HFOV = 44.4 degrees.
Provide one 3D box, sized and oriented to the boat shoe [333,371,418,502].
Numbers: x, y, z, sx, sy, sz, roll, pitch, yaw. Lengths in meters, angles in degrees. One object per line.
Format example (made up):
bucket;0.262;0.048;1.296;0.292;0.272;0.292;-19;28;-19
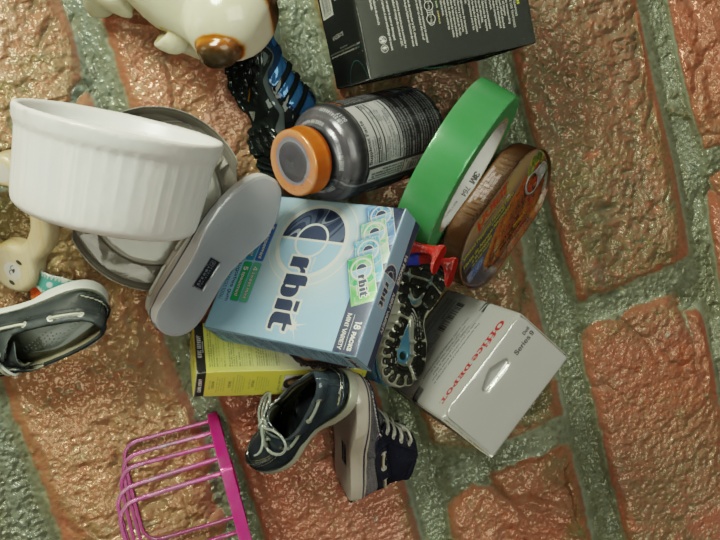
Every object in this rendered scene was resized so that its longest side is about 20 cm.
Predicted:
boat shoe;0.020;0.188;1.052;0.092;0.075;0.201;-15;134;-19

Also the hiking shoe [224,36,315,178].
hiking shoe;-0.098;-0.207;1.014;0.086;0.074;0.201;-18;98;-41

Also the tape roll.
tape roll;0.110;-0.120;1.005;0.048;0.200;0.201;33;86;10

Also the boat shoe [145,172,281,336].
boat shoe;-0.165;-0.026;0.943;0.200;0.065;0.074;-51;131;-4

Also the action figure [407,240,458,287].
action figure;0.000;0.000;1.003;0.065;0.199;0.099;41;69;-55

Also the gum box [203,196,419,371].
gum box;-0.054;0.007;0.959;0.045;0.199;0.171;47;58;-53

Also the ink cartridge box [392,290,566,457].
ink cartridge box;0.127;0.115;1.034;0.084;0.200;0.146;40;85;-17

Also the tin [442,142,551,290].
tin;0.166;-0.068;1.073;0.200;0.042;0.112;-52;149;-18

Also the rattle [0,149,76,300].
rattle;-0.372;-0.013;0.901;0.129;0.143;0.201;-11;108;5

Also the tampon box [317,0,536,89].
tampon box;0.070;-0.292;1.001;0.199;0.150;0.127;-15;100;-15

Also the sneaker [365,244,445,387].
sneaker;0.039;0.043;1.065;0.078;0.090;0.201;29;66;-27

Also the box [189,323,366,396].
box;-0.097;0.102;1.030;0.199;0.075;0.050;-1;137;-16

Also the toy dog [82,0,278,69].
toy dog;-0.172;-0.292;0.897;0.200;0.194;0.140;34;76;5

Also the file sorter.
file sorter;-0.191;0.262;0.959;0.125;0.200;0.140;-15;100;-11

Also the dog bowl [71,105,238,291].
dog bowl;-0.229;-0.080;0.984;0.199;0.059;0.201;-2;96;-17

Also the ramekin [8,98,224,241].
ramekin;-0.239;-0.097;0.851;0.199;0.200;0.098;10;101;-17

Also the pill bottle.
pill bottle;-0.005;-0.139;0.978;0.200;0.106;0.107;-22;103;-43

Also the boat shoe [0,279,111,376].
boat shoe;-0.358;0.076;0.932;0.199;0.060;0.076;-28;134;9

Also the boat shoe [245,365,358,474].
boat shoe;-0.081;0.172;0.999;0.062;0.200;0.075;14;51;-37
